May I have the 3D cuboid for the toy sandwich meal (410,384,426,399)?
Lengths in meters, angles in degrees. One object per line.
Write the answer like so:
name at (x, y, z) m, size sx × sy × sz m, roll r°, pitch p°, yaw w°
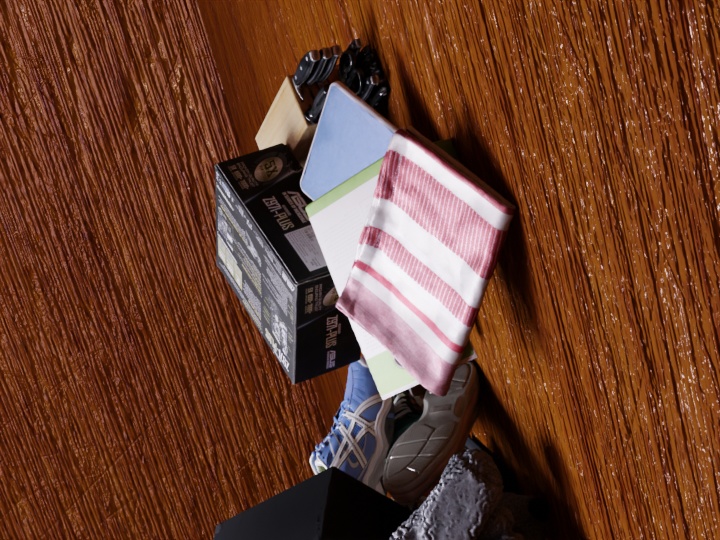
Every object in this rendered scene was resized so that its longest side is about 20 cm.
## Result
toy sandwich meal at (0.057, 0.057, 1.761) m, size 0.205 × 0.070 × 0.205 m, roll 161°, pitch 90°, yaw -82°

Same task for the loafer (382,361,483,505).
loafer at (0.087, 0.178, 1.612) m, size 0.063 × 0.072 × 0.200 m, roll 62°, pitch -143°, yaw -27°

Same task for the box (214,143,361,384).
box at (-0.078, -0.009, 1.664) m, size 0.200 × 0.086 × 0.164 m, roll 54°, pitch 153°, yaw 36°

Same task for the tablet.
tablet at (0.018, -0.084, 1.507) m, size 0.200 × 0.014 × 0.130 m, roll 42°, pitch 127°, yaw 34°

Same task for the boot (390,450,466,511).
boot at (0.085, 0.238, 1.685) m, size 0.200 × 0.075 × 0.107 m, roll 43°, pitch -123°, yaw -65°

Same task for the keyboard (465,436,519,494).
keyboard at (0.145, 0.261, 1.754) m, size 0.200 × 0.040 × 0.104 m, roll -141°, pitch 33°, yaw -77°

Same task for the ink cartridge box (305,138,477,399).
ink cartridge box at (0.049, 0.001, 1.427) m, size 0.148 × 0.076 × 0.200 m, roll -29°, pitch 79°, yaw 47°

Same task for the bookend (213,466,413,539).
bookend at (-0.024, 0.314, 1.599) m, size 0.199 × 0.200 × 0.092 m, roll 34°, pitch -134°, yaw -27°

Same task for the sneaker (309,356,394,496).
sneaker at (-0.010, 0.186, 1.659) m, size 0.076 × 0.077 × 0.200 m, roll 130°, pitch 147°, yaw -64°

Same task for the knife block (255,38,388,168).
knife block at (-0.057, -0.174, 1.660) m, size 0.176 × 0.200 × 0.064 m, roll 12°, pitch -126°, yaw -64°

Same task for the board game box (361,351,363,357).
board game box at (0.000, 0.000, 1.697) m, size 0.103 × 0.019 × 0.200 m, roll 146°, pitch 110°, yaw -73°

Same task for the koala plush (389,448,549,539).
koala plush at (0.124, 0.274, 1.525) m, size 0.177 × 0.184 × 0.200 m, roll 49°, pitch -162°, yaw 8°

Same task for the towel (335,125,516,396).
towel at (0.053, -0.007, 1.346) m, size 0.144 × 0.023 × 0.200 m, roll 40°, pitch 128°, yaw 32°

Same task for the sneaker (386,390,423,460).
sneaker at (0.037, 0.169, 1.739) m, size 0.080 × 0.071 × 0.200 m, roll 59°, pitch 174°, yaw -1°

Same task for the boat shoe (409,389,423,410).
boat shoe at (0.084, 0.170, 1.857) m, size 0.200 × 0.074 × 0.065 m, roll 61°, pitch 180°, yaw -8°
